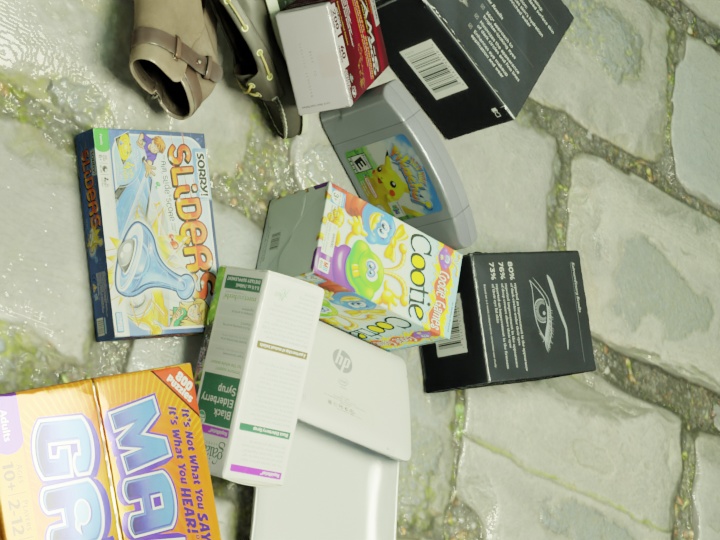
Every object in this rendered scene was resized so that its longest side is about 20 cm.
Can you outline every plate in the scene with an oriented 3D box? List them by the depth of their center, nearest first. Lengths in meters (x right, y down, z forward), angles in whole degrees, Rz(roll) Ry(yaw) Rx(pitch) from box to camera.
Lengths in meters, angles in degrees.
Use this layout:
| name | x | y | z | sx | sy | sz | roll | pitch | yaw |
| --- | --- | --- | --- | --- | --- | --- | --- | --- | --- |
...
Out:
| name | x | y | z | sx | sy | sz | roll | pitch | yaw |
| --- | --- | --- | --- | --- | --- | --- | --- | --- | --- |
| plate | -0.042 | 0.244 | 1.552 | 0.198 | 0.032 | 0.202 | 17 | 69 | -39 |

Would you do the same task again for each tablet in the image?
| name | x | y | z | sx | sy | sz | roll | pitch | yaw |
| --- | --- | --- | --- | --- | --- | --- | --- | --- | --- |
| tablet | -0.022 | 0.117 | 1.585 | 0.199 | 0.014 | 0.131 | 27 | 46 | -34 |

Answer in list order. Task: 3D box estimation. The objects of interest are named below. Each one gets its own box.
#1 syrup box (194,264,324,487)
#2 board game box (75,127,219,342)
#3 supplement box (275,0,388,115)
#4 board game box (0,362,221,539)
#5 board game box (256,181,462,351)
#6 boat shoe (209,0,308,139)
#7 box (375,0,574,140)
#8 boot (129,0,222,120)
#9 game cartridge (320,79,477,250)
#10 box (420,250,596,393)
| name | x | y | z | sx | sy | sz | roll | pitch | yaw |
| --- | --- | --- | --- | --- | --- | --- | --- | --- | --- |
| syrup box | -0.107 | 0.103 | 1.459 | 0.081 | 0.078 | 0.202 | 18 | 82 | -42 |
| board game box | -0.204 | -0.035 | 1.464 | 0.134 | 0.034 | 0.202 | -2 | 82 | -43 |
| supplement box | -0.026 | -0.242 | 1.591 | 0.200 | 0.060 | 0.110 | -59 | 138 | -67 |
| board game box | -0.258 | 0.199 | 1.244 | 0.199 | 0.199 | 0.202 | -8 | 86 | -43 |
| board game box | 0.000 | 0.000 | 1.599 | 0.199 | 0.102 | 0.106 | 27 | 63 | -36 |
| boat shoe | -0.108 | -0.220 | 1.560 | 0.060 | 0.072 | 0.203 | -30 | 125 | -19 |
| box | 0.127 | -0.300 | 1.778 | 0.197 | 0.117 | 0.201 | 50 | 53 | -23 |
| boot | -0.201 | -0.254 | 1.480 | 0.200 | 0.070 | 0.147 | 49 | 38 | -36 |
| game cartridge | 0.046 | -0.106 | 1.646 | 0.040 | 0.133 | 0.201 | -40 | 107 | -41 |
| box | 0.168 | 0.058 | 1.742 | 0.199 | 0.104 | 0.150 | 0 | 80 | -43 |
